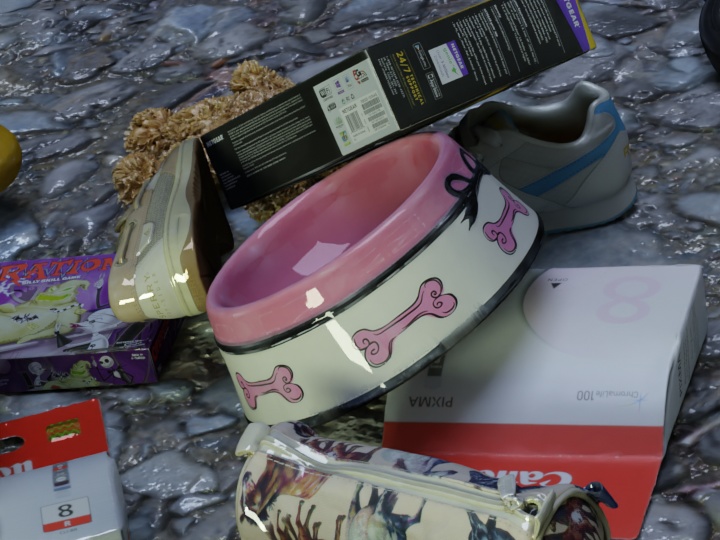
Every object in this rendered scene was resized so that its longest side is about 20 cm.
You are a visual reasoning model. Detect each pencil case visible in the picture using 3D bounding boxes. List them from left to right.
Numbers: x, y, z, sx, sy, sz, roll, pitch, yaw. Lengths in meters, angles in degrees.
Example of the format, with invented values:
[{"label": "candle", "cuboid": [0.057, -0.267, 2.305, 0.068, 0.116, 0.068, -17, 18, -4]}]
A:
[{"label": "pencil case", "cuboid": [0.028, 0.125, 1.311, 0.199, 0.090, 0.078, 10, 36, 36]}]

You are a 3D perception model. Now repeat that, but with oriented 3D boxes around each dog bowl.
[{"label": "dog bowl", "cuboid": [0.000, 0.000, 1.481, 0.200, 0.074, 0.200, -32, 17, 11]}]

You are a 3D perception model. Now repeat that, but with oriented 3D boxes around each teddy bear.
[{"label": "teddy bear", "cuboid": [-0.069, -0.088, 1.745, 0.199, 0.067, 0.145, 3, 35, 27]}]

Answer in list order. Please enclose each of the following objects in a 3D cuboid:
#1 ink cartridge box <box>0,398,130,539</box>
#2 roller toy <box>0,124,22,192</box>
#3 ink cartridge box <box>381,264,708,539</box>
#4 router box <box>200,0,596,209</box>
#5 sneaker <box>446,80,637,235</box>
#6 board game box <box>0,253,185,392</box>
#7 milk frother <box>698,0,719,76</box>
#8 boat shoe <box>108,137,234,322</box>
[{"label": "ink cartridge box", "cuboid": [-0.210, 0.123, 1.448, 0.161, 0.050, 0.200, -14, 32, -4]}, {"label": "roller toy", "cuboid": [-0.338, -0.099, 1.795, 0.199, 0.140, 0.183, -15, 40, -10]}, {"label": "ink cartridge box", "cuboid": [0.091, 0.065, 1.434, 0.162, 0.057, 0.200, -1, 26, 20]}, {"label": "router box", "cuboid": [0.020, -0.106, 1.586, 0.157, 0.052, 0.200, -25, 2, -34]}, {"label": "sneaker", "cuboid": [0.067, -0.055, 1.621, 0.199, 0.081, 0.077, -18, 31, -8]}, {"label": "board game box", "cuboid": [-0.205, 0.033, 1.629, 0.199, 0.032, 0.120, -5, 26, 14]}, {"label": "milk frother", "cuboid": [0.299, -0.227, 1.713, 0.187, 0.201, 0.180, 13, 42, 38]}, {"label": "boat shoe", "cuboid": [-0.117, -0.023, 1.593, 0.065, 0.072, 0.200, -17, 22, 6]}]
